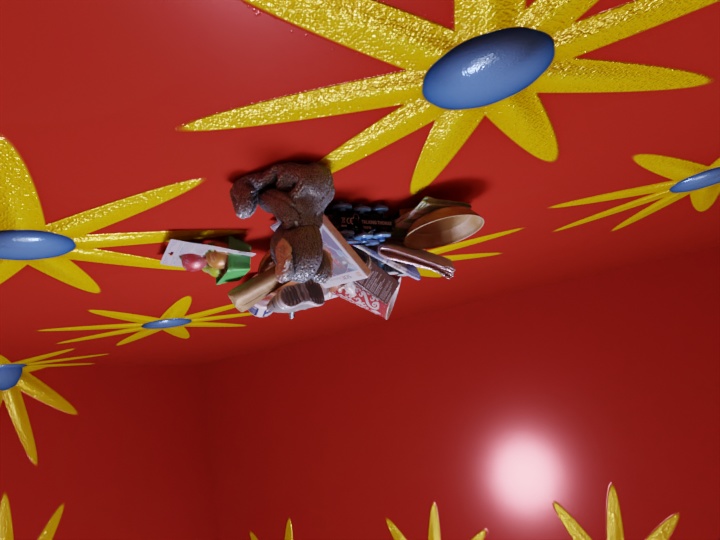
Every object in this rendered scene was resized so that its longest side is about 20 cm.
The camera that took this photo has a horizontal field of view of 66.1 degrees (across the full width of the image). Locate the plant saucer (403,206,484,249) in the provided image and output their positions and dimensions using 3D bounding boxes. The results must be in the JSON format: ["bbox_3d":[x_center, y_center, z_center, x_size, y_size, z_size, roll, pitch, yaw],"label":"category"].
[{"bbox_3d":[0.191,-0.103,1.295,0.192,0.037,0.201,-12,164,-3],"label":"plant saucer"}]

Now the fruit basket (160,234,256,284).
[{"bbox_3d":[-0.362,-0.036,1.310,0.194,0.097,0.184,14,158,-23],"label":"fruit basket"}]

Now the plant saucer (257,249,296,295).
[{"bbox_3d":[-0.176,-0.015,1.440,0.193,0.038,0.204,-17,140,-15],"label":"plant saucer"}]

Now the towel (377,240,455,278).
[{"bbox_3d":[0.136,-0.031,1.345,0.185,0.033,0.200,19,-171,5],"label":"towel"}]

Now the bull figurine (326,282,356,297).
[{"bbox_3d":[-0.093,0.020,1.554,0.196,0.066,0.123,30,148,7],"label":"bull figurine"}]

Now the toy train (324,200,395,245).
[{"bbox_3d":[-0.014,-0.101,1.257,0.194,0.090,0.113,-1,171,-35],"label":"toy train"}]

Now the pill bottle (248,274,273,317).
[{"bbox_3d":[-0.311,0.084,1.756,0.107,0.115,0.200,-6,167,-17],"label":"pill bottle"}]

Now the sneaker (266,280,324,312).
[{"bbox_3d":[-0.168,0.068,1.439,0.080,0.077,0.197,-23,168,31],"label":"sneaker"}]

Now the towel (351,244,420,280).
[{"bbox_3d":[0.065,-0.035,1.412,0.195,0.024,0.147,29,-173,0],"label":"towel"}]

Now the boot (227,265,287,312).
[{"bbox_3d":[-0.234,0.020,1.343,0.195,0.068,0.176,-28,153,0],"label":"boot"}]

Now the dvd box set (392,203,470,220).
[{"bbox_3d":[0.169,-0.124,1.414,0.192,0.031,0.146,-6,166,-16],"label":"dvd box set"}]

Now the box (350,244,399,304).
[{"bbox_3d":[0.000,0.000,1.428,0.198,0.076,0.100,38,176,-31],"label":"box"}]

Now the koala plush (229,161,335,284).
[{"bbox_3d":[-0.119,-0.074,1.010,0.179,0.208,0.175,-16,166,29],"label":"koala plush"}]

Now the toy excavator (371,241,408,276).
[{"bbox_3d":[0.027,-0.034,1.582,0.194,0.104,0.192,-8,169,35],"label":"toy excavator"}]

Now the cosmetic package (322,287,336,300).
[{"bbox_3d":[-0.168,0.054,1.770,0.194,0.106,0.073,-16,167,30],"label":"cosmetic package"}]

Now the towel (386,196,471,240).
[{"bbox_3d":[0.147,-0.118,1.322,0.148,0.024,0.199,1,158,-35],"label":"towel"}]

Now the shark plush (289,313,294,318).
[{"bbox_3d":[-0.213,0.044,1.591,0.080,0.093,0.204,-6,135,1],"label":"shark plush"}]

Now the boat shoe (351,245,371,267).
[{"bbox_3d":[-0.072,-0.038,1.302,0.195,0.077,0.075,11,163,21],"label":"boat shoe"}]

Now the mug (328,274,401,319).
[{"bbox_3d":[0.019,0.036,1.681,0.194,0.179,0.137,19,132,10],"label":"mug"}]

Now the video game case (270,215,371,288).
[{"bbox_3d":[-0.090,-0.048,1.210,0.180,0.201,0.023,-14,-148,53],"label":"video game case"}]
